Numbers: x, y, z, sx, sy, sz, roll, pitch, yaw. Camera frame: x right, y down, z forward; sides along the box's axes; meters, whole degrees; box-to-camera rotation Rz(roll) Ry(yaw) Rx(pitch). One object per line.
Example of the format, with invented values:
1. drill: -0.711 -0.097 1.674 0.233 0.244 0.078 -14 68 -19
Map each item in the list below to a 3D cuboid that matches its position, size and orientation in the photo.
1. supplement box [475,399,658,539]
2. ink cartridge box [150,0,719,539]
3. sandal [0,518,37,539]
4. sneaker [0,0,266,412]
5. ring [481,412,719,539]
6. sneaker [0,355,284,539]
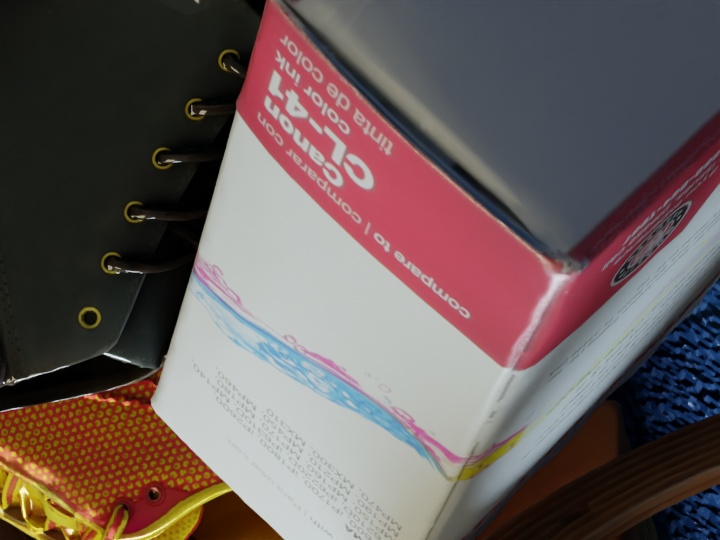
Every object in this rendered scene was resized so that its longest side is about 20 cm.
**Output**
1. supplement box: 0.060 0.111 0.849 0.069 0.067 0.200 -5 149 10
2. ink cartridge box: 0.040 -0.026 0.645 0.086 0.148 0.200 43 153 9
3. sandal: -0.119 0.092 0.826 0.200 0.054 0.082 44 145 35
4. sneaker: -0.033 -0.039 0.699 0.075 0.200 0.107 12 -122 -65
5. ring: 0.093 0.071 0.649 0.200 0.200 0.019 1 119 55
6. sneaker: -0.072 0.042 0.753 0.199 0.077 0.073 9 151 11
